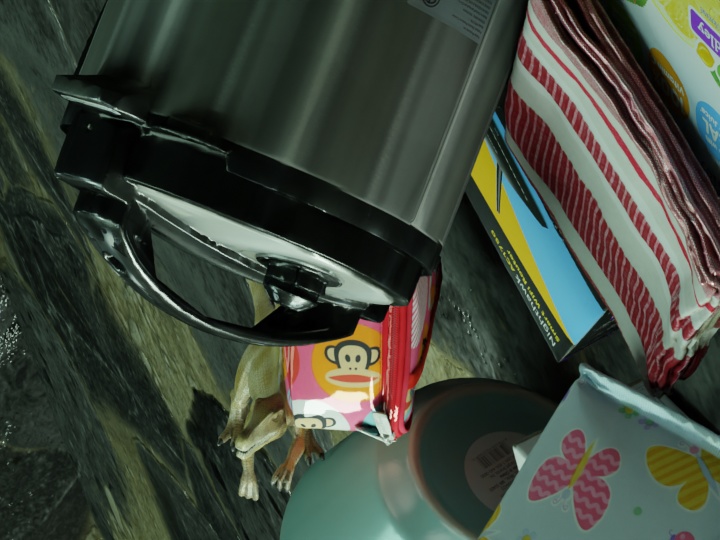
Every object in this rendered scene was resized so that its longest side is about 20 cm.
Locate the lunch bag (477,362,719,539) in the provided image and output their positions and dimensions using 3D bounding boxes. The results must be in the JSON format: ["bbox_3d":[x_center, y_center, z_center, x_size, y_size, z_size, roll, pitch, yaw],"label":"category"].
[{"bbox_3d":[0.141,0.160,1.148,0.200,0.170,0.127,32,178,31],"label":"lunch bag"}]

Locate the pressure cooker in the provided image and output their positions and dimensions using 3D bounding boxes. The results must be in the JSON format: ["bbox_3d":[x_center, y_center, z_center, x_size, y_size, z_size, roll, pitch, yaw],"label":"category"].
[{"bbox_3d":[-0.034,-0.070,1.162,0.175,0.201,0.179,20,175,0],"label":"pressure cooker"}]

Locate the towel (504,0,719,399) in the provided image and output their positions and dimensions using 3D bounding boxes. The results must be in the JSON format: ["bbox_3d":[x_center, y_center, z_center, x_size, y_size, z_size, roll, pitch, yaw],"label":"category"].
[{"bbox_3d":[0.099,-0.032,1.105,0.145,0.023,0.200,60,171,14],"label":"towel"}]

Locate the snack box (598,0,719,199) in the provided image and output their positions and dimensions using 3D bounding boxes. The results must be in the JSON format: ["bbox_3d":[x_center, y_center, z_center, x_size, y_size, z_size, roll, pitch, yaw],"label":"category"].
[{"bbox_3d":[0.146,-0.073,1.030,0.169,0.067,0.201,53,165,40],"label":"snack box"}]

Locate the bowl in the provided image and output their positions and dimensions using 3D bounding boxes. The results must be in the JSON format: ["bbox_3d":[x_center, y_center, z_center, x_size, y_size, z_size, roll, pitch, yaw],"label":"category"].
[{"bbox_3d":[0.064,0.136,1.488,0.201,0.200,0.105,57,145,28],"label":"bowl"}]

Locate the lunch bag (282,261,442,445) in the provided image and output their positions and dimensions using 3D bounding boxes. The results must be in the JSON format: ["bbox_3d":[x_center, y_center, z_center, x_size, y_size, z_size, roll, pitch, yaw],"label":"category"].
[{"bbox_3d":[0.000,0.000,1.453,0.200,0.081,0.177,-76,-12,-67],"label":"lunch bag"}]

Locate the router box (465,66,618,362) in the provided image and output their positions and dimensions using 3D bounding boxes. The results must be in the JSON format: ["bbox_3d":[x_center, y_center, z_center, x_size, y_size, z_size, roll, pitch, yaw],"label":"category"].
[{"bbox_3d":[0.080,-0.068,1.306,0.201,0.051,0.149,62,167,10],"label":"router box"}]

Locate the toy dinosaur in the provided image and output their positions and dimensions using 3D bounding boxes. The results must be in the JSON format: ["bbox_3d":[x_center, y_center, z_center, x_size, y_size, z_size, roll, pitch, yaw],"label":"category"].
[{"bbox_3d":[-0.047,0.055,1.491,0.200,0.058,0.102,-100,11,-57],"label":"toy dinosaur"}]

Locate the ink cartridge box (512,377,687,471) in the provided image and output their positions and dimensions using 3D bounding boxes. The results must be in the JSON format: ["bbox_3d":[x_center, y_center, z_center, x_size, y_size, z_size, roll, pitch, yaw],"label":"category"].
[{"bbox_3d":[0.170,0.181,1.341,0.200,0.083,0.176,48,159,50],"label":"ink cartridge box"}]
